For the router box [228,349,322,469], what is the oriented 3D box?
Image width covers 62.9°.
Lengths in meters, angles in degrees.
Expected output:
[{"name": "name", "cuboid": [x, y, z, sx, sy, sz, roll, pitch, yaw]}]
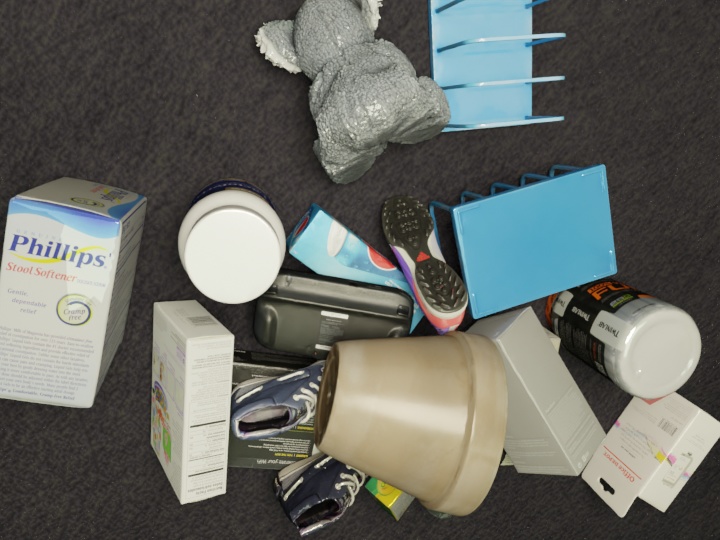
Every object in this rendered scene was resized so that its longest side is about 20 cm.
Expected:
[{"name": "router box", "cuboid": [-0.101, 0.195, 0.806, 0.197, 0.051, 0.151, 10, 102, -17]}]

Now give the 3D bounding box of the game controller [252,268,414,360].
[{"name": "game controller", "cuboid": [-0.034, 0.061, 0.734, 0.197, 0.042, 0.106, 10, 109, -5]}]

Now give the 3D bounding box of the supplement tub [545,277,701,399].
[{"name": "supplement tub", "cuboid": [0.344, 0.079, 0.801, 0.121, 0.200, 0.124, -3, 104, -12]}]

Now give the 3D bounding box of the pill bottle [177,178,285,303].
[{"name": "pill bottle", "cuboid": [-0.143, -0.037, 0.661, 0.114, 0.200, 0.117, -3, 105, -12]}]

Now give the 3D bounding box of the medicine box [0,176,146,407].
[{"name": "medicine box", "cuboid": [-0.312, 0.014, 0.645, 0.102, 0.182, 0.203, 11, 101, -15]}]

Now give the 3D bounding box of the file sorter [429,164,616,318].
[{"name": "file sorter", "cuboid": [0.205, -0.049, 0.771, 0.198, 0.123, 0.140, -16, 107, -8]}]

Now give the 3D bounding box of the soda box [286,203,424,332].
[{"name": "soda box", "cuboid": [0.000, 0.000, 0.775, 0.199, 0.064, 0.068, 37, 94, -19]}]

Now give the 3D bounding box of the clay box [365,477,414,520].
[{"name": "clay box", "cuboid": [0.091, 0.242, 0.814, 0.200, 0.047, 0.115, -49, 154, -18]}]

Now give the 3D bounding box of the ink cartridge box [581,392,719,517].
[{"name": "ink cartridge box", "cuboid": [0.452, 0.285, 0.922, 0.067, 0.117, 0.201, 31, 97, -18]}]

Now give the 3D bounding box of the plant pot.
[{"name": "plant pot", "cuboid": [0.043, 0.156, 0.660, 0.171, 0.200, 0.203, 12, 101, -11]}]

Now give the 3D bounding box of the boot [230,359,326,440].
[{"name": "boot", "cuboid": [-0.064, 0.160, 0.729, 0.198, 0.090, 0.074, -15, 102, -11]}]

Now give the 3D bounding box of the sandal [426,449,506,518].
[{"name": "sandal", "cuboid": [0.164, 0.270, 0.823, 0.075, 0.048, 0.202, 29, 98, -14]}]

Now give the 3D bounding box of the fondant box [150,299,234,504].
[{"name": "fondant box", "cuboid": [-0.210, 0.153, 0.720, 0.058, 0.144, 0.203, -1, 105, -33]}]

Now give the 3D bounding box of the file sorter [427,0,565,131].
[{"name": "file sorter", "cuboid": [0.167, -0.275, 0.713, 0.137, 0.123, 0.203, -7, 106, -10]}]

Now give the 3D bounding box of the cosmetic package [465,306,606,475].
[{"name": "cosmetic package", "cuboid": [0.211, 0.157, 0.759, 0.090, 0.106, 0.202, -31, 95, -34]}]

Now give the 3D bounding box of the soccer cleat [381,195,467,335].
[{"name": "soccer cleat", "cuboid": [0.075, -0.010, 0.747, 0.067, 0.201, 0.074, -17, 145, -10]}]

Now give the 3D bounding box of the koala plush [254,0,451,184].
[{"name": "koala plush", "cuboid": [-0.013, -0.229, 0.669, 0.176, 0.184, 0.202, -26, 87, 10]}]

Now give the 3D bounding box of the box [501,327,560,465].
[{"name": "box", "cuboid": [0.229, 0.182, 0.871, 0.081, 0.068, 0.203, 4, 103, -13]}]

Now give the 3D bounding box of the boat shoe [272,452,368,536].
[{"name": "boat shoe", "cuboid": [-0.015, 0.270, 0.773, 0.199, 0.093, 0.075, -30, 113, -8]}]
